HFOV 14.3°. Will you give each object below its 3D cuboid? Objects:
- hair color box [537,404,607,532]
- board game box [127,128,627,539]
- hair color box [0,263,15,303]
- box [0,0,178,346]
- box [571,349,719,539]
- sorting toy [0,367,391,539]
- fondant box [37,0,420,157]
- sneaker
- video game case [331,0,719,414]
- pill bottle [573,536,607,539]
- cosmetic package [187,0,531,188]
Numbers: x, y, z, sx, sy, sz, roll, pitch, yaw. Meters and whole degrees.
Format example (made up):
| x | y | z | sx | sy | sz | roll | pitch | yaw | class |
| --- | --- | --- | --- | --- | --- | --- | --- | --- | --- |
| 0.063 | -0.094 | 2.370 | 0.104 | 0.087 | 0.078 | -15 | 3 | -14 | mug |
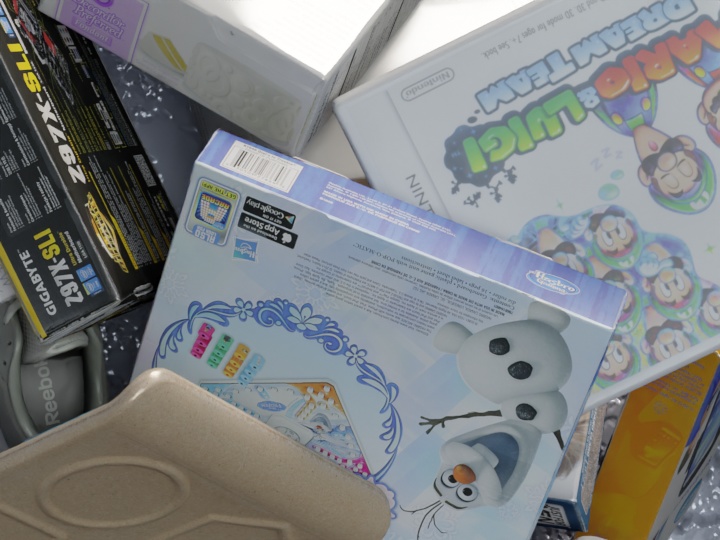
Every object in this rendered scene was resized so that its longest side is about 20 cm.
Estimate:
| x | y | z | sx | sy | sz | roll | pitch | yaw | class |
| --- | --- | --- | --- | --- | --- | --- | --- | --- | --- |
| 0.018 | 0.061 | 1.396 | 0.200 | 0.061 | 0.100 | 7 | 71 | 12 | hair color box |
| -0.004 | 0.059 | 1.312 | 0.200 | 0.043 | 0.199 | 22 | 122 | 4 | board game box |
| -0.261 | 0.003 | 1.313 | 0.200 | 0.065 | 0.109 | -28 | 99 | 5 | hair color box |
| -0.152 | -0.071 | 1.332 | 0.049 | 0.160 | 0.200 | -26 | 90 | 13 | box |
| 0.156 | 0.082 | 1.441 | 0.041 | 0.200 | 0.119 | 25 | 37 | 15 | box |
| -0.114 | 0.116 | 1.284 | 0.185 | 0.200 | 0.037 | 33 | 36 | -46 | sorting toy |
| -0.042 | -0.161 | 1.370 | 0.144 | 0.058 | 0.200 | 30 | 45 | 6 | fondant box |
| -0.160 | 0.010 | 1.374 | 0.076 | 0.092 | 0.200 | -22 | 95 | -19 | sneaker |
| 0.115 | -0.040 | 1.313 | 0.200 | 0.024 | 0.182 | -26 | 99 | 6 | video game case |
| 0.087 | 0.236 | 1.347 | 0.120 | 0.120 | 0.200 | 44 | 77 | -14 | pill bottle |
| 0.023 | -0.081 | 1.433 | 0.200 | 0.081 | 0.113 | -7 | 66 | -18 | cosmetic package |
